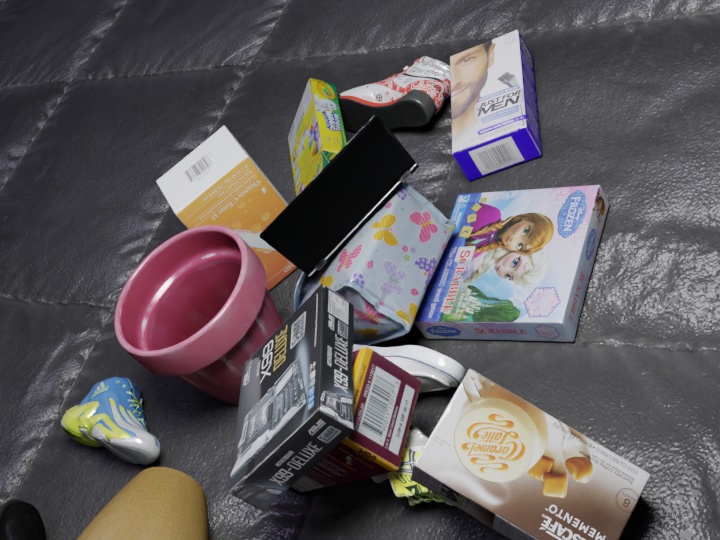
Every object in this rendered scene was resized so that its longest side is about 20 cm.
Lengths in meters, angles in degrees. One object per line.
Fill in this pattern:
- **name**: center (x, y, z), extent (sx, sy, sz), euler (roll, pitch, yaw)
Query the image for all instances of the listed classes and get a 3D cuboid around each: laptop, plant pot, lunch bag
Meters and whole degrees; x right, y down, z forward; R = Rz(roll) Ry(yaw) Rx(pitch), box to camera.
- **laptop**: center (-0.038, -0.101, 1.317), extent (0.187, 0.116, 0.200), euler (-45, 26, 2)
- **plant pot**: center (-0.185, 0.073, 1.422), extent (0.198, 0.179, 0.201), euler (-19, 45, 20)
- **plant pot**: center (-0.247, 0.330, 1.262), extent (0.185, 0.187, 0.201), euler (-15, 34, 24)
- **lunch bag**: center (0.000, 0.000, 1.388), extent (0.200, 0.127, 0.171), euler (-23, 35, 57)

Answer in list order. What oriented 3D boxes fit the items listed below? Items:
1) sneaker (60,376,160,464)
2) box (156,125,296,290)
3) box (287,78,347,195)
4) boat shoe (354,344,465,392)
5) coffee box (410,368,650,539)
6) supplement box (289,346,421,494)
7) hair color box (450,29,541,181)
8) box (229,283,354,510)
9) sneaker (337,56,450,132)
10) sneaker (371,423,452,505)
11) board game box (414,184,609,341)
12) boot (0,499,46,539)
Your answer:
- **sneaker**: center (-0.324, 0.193, 1.495), extent (0.199, 0.076, 0.106), euler (9, 59, 41)
- **box**: center (-0.166, -0.076, 1.523), extent (0.124, 0.200, 0.098), euler (-39, 42, 0)
- **box**: center (-0.061, -0.173, 1.603), extent (0.201, 0.048, 0.118), euler (-98, 25, -45)
- **boat shoe**: center (0.037, 0.131, 1.305), extent (0.199, 0.073, 0.066), euler (-4, 55, 46)
- **coffee box**: center (0.162, 0.201, 1.070), extent (0.199, 0.080, 0.115), euler (30, 71, 12)
- **supplement box**: center (-0.033, 0.174, 1.245), extent (0.199, 0.085, 0.111), euler (-26, 38, 50)
- **hair color box**: center (0.183, -0.228, 1.513), extent (0.108, 0.065, 0.201), euler (-18, 44, 22)
- **box**: center (-0.072, 0.134, 1.198), extent (0.158, 0.050, 0.201), euler (-44, 26, 29)
- **sneaker**: center (0.052, -0.262, 1.637), extent (0.200, 0.068, 0.108), euler (5, 46, 45)
- **sneaker**: center (0.080, 0.225, 1.192), extent (0.199, 0.075, 0.077), euler (19, 73, 55)
- **board game box**: center (0.183, -0.009, 1.336), extent (0.198, 0.041, 0.201), euler (-2, 54, 34)
- **boot**: center (-0.382, 0.360, 1.384), extent (0.157, 0.079, 0.213), euler (-31, 52, 18)
